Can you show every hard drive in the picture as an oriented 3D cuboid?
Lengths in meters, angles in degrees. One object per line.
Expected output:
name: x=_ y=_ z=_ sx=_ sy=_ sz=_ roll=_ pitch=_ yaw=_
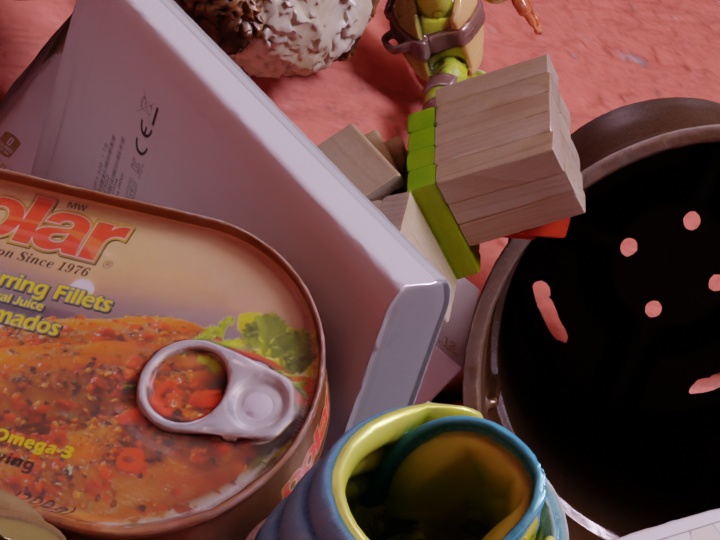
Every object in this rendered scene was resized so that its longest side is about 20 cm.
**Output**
hard drive: x=-0.051 y=0.004 z=0.898 sx=0.026 sy=0.133 sz=0.200 roll=-5 pitch=36 yaw=-37

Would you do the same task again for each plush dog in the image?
plush dog: x=-0.045 y=-0.170 z=1.225 sx=0.199 sy=0.160 sz=0.173 roll=-2 pitch=74 yaw=-56

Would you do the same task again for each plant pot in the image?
plant pot: x=0.137 y=0.021 z=1.122 sx=0.200 sy=0.201 sz=0.198 roll=39 pitch=10 yaw=-9

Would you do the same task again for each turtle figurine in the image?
turtle figurine: x=0.042 y=-0.135 z=1.315 sx=0.201 sy=0.064 sz=0.162 roll=-72 pitch=156 yaw=-48

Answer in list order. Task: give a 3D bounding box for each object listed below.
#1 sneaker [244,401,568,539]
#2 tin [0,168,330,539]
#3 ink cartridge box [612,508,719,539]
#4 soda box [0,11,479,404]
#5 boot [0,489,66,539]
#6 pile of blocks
sneaker: x=0.034 y=0.100 z=0.809 sx=0.199 sy=0.131 sz=0.080 roll=6 pitch=44 yaw=-53
tin: x=-0.104 y=0.027 z=0.820 sx=0.199 sy=0.042 sz=0.113 roll=14 pitch=63 yaw=16
ink cartridge box: x=0.180 y=0.140 z=0.885 sx=0.199 sy=0.050 sz=0.162 roll=-13 pitch=45 yaw=-24
soda box: x=-0.050 y=-0.017 z=1.059 sx=0.200 sy=0.064 sz=0.068 roll=38 pitch=27 yaw=-11
boot: x=-0.181 y=0.023 z=0.766 sx=0.174 sy=0.066 sz=0.201 roll=1 pitch=44 yaw=-22
pile of blocks: x=0.000 y=0.000 z=1.000 sx=0.062 sy=0.199 sz=0.082 roll=61 pitch=-4 yaw=-36
